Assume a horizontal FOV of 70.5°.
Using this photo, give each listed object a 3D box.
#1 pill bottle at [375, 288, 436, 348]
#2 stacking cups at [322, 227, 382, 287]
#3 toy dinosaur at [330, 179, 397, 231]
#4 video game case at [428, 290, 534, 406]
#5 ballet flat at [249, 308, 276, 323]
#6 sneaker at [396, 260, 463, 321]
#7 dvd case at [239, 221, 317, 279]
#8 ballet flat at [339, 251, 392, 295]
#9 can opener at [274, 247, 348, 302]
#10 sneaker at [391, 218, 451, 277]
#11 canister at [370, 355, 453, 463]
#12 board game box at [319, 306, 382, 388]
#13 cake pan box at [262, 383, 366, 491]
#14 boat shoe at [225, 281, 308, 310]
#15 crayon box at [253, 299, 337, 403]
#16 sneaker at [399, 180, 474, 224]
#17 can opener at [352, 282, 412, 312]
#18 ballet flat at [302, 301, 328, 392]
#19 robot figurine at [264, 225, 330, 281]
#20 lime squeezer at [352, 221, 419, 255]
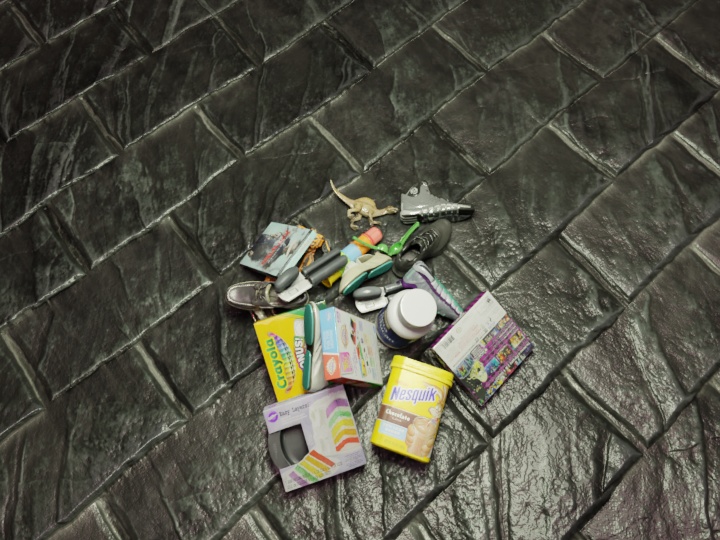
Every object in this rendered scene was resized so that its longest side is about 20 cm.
[{"bbox_3d":[0.105,0.108,1.167,0.110,0.200,0.112,3,71,-10],"label":"pill bottle"},{"bbox_3d":[-0.025,-0.043,1.299,0.060,0.061,0.200,42,68,15],"label":"stacking cups"},{"bbox_3d":[-0.004,-0.164,1.369,0.198,0.058,0.102,20,55,0],"label":"toy dinosaur"},{"bbox_3d":[0.288,0.182,1.204,0.200,0.036,0.182,-43,94,-14],"label":"video game case"},{"bbox_3d":[-0.230,0.132,1.244,0.075,0.064,0.201,-32,72,-5],"label":"ballet flat"},{"bbox_3d":[0.177,0.074,1.251,0.087,0.074,0.200,-40,97,10],"label":"sneaker"},{"bbox_3d":[-0.209,-0.053,1.274,0.199,0.022,0.147,16,65,48],"label":"dvd case"},{"bbox_3d":[0.000,0.000,1.257,0.070,0.070,0.199,46,41,16],"label":"ballet flat"},{"bbox_3d":[-0.114,0.002,1.190,0.199,0.067,0.053,-34,63,-26],"label":"can opener"},{"bbox_3d":[0.164,-0.065,1.300,0.076,0.091,0.200,41,73,16],"label":"sneaker"},{"bbox_3d":[0.116,0.315,1.159,0.147,0.087,0.202,17,72,7],"label":"canister"},{"bbox_3d":[-0.018,0.179,1.153,0.040,0.200,0.155,-17,66,24],"label":"board game box"},{"bbox_3d":[-0.105,0.368,1.134,0.198,0.052,0.186,-16,85,-5],"label":"cake pan box"},{"bbox_3d":[-0.220,0.056,1.206,0.197,0.065,0.073,6,73,-7],"label":"boat shoe"},{"bbox_3d":[-0.135,0.190,1.188,0.171,0.058,0.202,-18,92,-7],"label":"crayon box"},{"bbox_3d":[0.200,-0.192,1.358,0.197,0.075,0.117,-3,67,1],"label":"sneaker"},{"bbox_3d":[0.079,0.057,1.272,0.198,0.067,0.053,-14,71,-10],"label":"can opener"},{"bbox_3d":[-0.094,0.169,1.138,0.068,0.069,0.203,2,93,2],"label":"ballet flat"},{"bbox_3d":[-0.160,-0.027,1.306,0.144,0.058,0.202,23,71,7],"label":"robot figurine"},{"bbox_3d":[0.072,-0.070,1.308,0.198,0.071,0.038,-14,34,-26],"label":"lime squeezer"}]
